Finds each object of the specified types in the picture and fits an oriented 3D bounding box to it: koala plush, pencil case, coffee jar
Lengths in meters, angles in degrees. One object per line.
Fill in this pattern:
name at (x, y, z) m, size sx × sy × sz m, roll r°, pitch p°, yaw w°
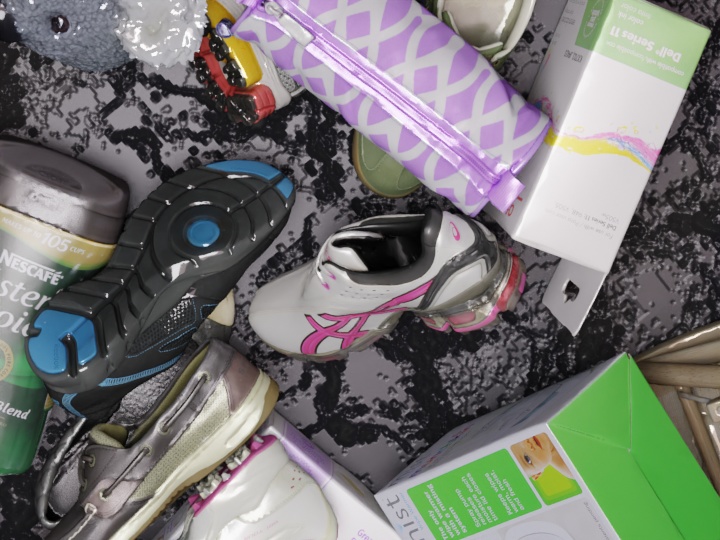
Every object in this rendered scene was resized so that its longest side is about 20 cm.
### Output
koala plush at (-0.178, -0.202, 1.184) m, size 0.184 × 0.177 × 0.200 m, roll -45°, pitch 117°, yaw -27°
pencil case at (0.018, -0.115, 1.185) m, size 0.200 × 0.086 × 0.084 m, roll 36°, pitch 103°, yaw -2°
coffee jar at (-0.220, 0.020, 1.272) m, size 0.104 × 0.085 × 0.200 m, roll 21°, pitch 97°, yaw -6°

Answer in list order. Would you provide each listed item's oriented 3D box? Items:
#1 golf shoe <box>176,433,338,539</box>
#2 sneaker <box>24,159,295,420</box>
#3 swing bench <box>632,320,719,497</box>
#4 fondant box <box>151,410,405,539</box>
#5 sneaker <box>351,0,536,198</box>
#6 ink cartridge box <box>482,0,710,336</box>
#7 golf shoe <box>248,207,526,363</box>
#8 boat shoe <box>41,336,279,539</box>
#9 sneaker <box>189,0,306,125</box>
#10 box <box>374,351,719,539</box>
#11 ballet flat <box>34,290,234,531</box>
golf shoe at (-0.097, 0.197, 1.254) m, size 0.091 × 0.075 × 0.200 m, roll 42°, pitch 96°, yaw -9°
sneaker at (-0.120, 0.009, 1.252) m, size 0.200 × 0.082 × 0.073 m, roll -40°, pitch 61°, yaw -16°
swing bench at (0.265, 0.138, 1.270) m, size 0.130 × 0.200 × 0.199 m, roll -32°, pitch 103°, yaw -41°
fondant box at (-0.069, 0.212, 1.320) m, size 0.144 × 0.058 × 0.200 m, roll 41°, pitch 94°, yaw -6°
sneaker at (0.054, -0.134, 1.254) m, size 0.067 × 0.090 × 0.200 m, roll 28°, pitch 97°, yaw -7°
ink cartridge box at (0.134, -0.071, 1.252) m, size 0.067 × 0.117 × 0.200 m, roll 21°, pitch 97°, yaw -10°
golf shoe at (0.000, 0.000, 1.240) m, size 0.200 × 0.073 × 0.092 m, roll -15°, pitch 139°, yaw 38°
boat shoe at (-0.141, 0.119, 1.251) m, size 0.201 × 0.072 × 0.066 m, roll -41°, pitch 103°, yaw 5°
sneaker at (-0.088, -0.192, 1.259) m, size 0.082 × 0.078 × 0.200 m, roll -29°, pitch 95°, yaw -24°
box at (0.136, 0.176, 1.250) m, size 0.176 × 0.097 × 0.200 m, roll -28°, pitch 95°, yaw 48°
ballet flat at (-0.140, 0.086, 1.298) m, size 0.066 × 0.057 × 0.200 m, roll 32°, pitch 96°, yaw -6°
